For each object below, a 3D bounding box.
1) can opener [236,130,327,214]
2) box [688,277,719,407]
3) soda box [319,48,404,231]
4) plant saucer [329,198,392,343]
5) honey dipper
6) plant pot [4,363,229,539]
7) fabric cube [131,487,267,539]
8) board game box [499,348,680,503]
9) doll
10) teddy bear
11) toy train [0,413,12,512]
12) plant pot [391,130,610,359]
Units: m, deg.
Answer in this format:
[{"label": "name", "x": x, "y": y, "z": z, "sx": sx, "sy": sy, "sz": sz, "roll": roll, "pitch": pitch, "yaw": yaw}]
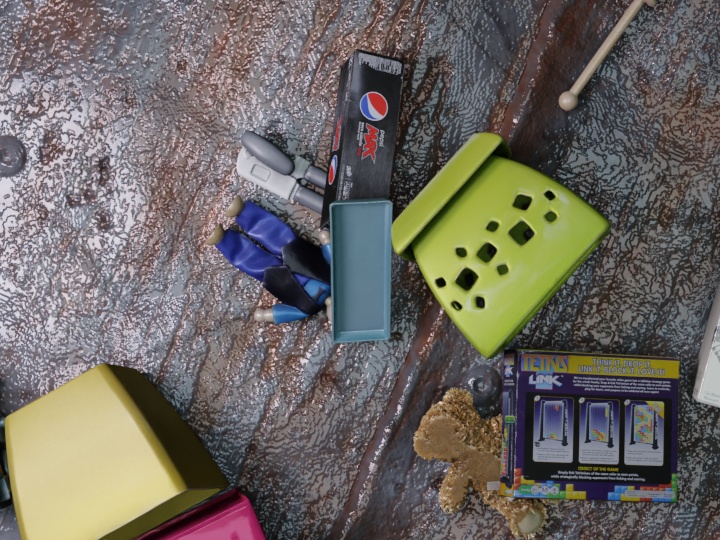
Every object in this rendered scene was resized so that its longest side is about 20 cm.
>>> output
[{"label": "can opener", "x": -0.057, "y": -0.096, "z": 1.713, "sx": 0.199, "sy": 0.066, "sz": 0.053, "roll": 28, "pitch": 92, "yaw": -1}, {"label": "box", "x": 0.442, "y": 0.060, "z": 1.672, "sx": 0.081, "sy": 0.068, "sz": 0.202, "roll": 14, "pitch": 93, "yaw": 5}, {"label": "soda box", "x": 0.002, "y": -0.143, "z": 1.671, "sx": 0.063, "sy": 0.071, "sz": 0.202, "roll": 11, "pitch": 77, "yaw": -14}, {"label": "plant saucer", "x": 0.000, "y": 0.000, "z": 1.649, "sx": 0.069, "sy": 0.019, "sz": 0.201, "roll": -3, "pitch": 130, "yaw": -4}, {"label": "honey dipper", "x": 0.295, "y": -0.269, "z": 1.692, "sx": 0.038, "sy": 0.038, "sz": 0.201, "roll": 34, "pitch": 96, "yaw": 3}, {"label": "plant pot", "x": -0.295, "y": 0.218, "z": 1.681, "sx": 0.199, "sy": 0.200, "sz": 0.178, "roll": -29, "pitch": 80, "yaw": 5}, {"label": "fabric cube", "x": -0.177, "y": 0.383, "z": 1.650, "sx": 0.195, "sy": 0.200, "sz": 0.201, "roll": -26, "pitch": 90, "yaw": -9}, {"label": "board game box", "x": 0.260, "y": 0.177, "z": 1.663, "sx": 0.198, "sy": 0.057, "sz": 0.167, "roll": 4, "pitch": 83, "yaw": -11}, {"label": "doll", "x": -0.086, "y": 0.002, "z": 1.723, "sx": 0.199, "sy": 0.048, "sz": 0.137, "roll": 35, "pitch": 93, "yaw": -3}, {"label": "teddy bear", "x": 0.153, "y": 0.225, "z": 1.710, "sx": 0.198, "sy": 0.067, "sz": 0.146, "roll": 20, "pitch": 102, "yaw": -3}, {"label": "toy train", "x": -0.465, "y": 0.195, "z": 1.726, "sx": 0.084, "sy": 0.114, "sz": 0.202, "roll": -18, "pitch": 90, "yaw": 5}, {"label": "plant pot", "x": 0.150, "y": -0.036, "z": 1.634, "sx": 0.181, "sy": 0.199, "sz": 0.200, "roll": 44, "pitch": 95, "yaw": 8}]
